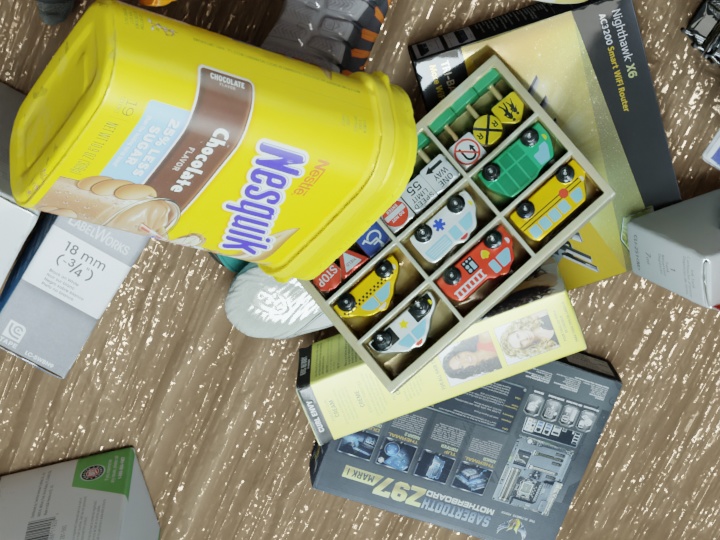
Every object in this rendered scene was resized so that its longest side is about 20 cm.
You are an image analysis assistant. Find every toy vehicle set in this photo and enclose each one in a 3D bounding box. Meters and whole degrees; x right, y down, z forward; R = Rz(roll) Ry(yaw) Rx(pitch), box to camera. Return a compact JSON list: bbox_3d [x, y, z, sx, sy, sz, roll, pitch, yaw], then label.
[{"bbox_3d":[0.056,-0.031,1.032,0.200,0.027,0.124,-42,81,4],"label":"toy vehicle set"}]

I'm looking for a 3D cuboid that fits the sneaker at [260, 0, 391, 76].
[{"bbox_3d":[-0.015,-0.164,1.052,0.077,0.112,0.201,24,76,15],"label":"sneaker"}]

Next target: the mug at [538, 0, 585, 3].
[{"bbox_3d":[0.142,-0.250,0.982,0.149,0.186,0.154,-16,130,-44],"label":"mug"}]

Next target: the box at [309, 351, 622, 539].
[{"bbox_3d":[0.078,0.117,1.173,0.199,0.051,0.159,17,106,-10],"label":"box"}]

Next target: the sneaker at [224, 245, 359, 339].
[{"bbox_3d":[0.000,0.000,1.099,0.198,0.073,0.072,-12,104,10],"label":"sneaker"}]

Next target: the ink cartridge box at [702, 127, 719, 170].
[{"bbox_3d":[0.303,-0.150,1.009,0.043,0.200,0.197,36,107,11],"label":"ink cartridge box"}]

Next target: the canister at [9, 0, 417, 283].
[{"bbox_3d":[-0.089,-0.073,0.910,0.199,0.087,0.148,14,141,-32],"label":"canister"}]

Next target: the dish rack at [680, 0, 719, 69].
[{"bbox_3d":[0.269,-0.194,0.994,0.054,0.200,0.154,31,106,0],"label":"dish rack"}]

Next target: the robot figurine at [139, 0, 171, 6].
[{"bbox_3d":[-0.078,-0.200,0.929,0.199,0.144,0.059,-18,114,-43],"label":"robot figurine"}]

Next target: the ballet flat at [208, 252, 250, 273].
[{"bbox_3d":[-0.094,-0.080,1.068,0.068,0.069,0.201,-23,147,-13],"label":"ballet flat"}]

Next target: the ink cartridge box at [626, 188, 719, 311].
[{"bbox_3d":[0.310,-0.021,1.040,0.199,0.173,0.044,-18,113,-20],"label":"ink cartridge box"}]

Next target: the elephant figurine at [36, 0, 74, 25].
[{"bbox_3d":[-0.242,-0.264,0.967,0.199,0.141,0.156,25,93,-19],"label":"elephant figurine"}]

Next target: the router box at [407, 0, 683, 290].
[{"bbox_3d":[0.136,-0.086,1.099,0.156,0.052,0.201,-18,111,3],"label":"router box"}]

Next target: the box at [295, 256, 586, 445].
[{"bbox_3d":[0.054,0.055,1.083,0.199,0.075,0.050,-21,108,6],"label":"box"}]

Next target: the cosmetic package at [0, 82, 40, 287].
[{"bbox_3d":[-0.254,-0.043,1.011,0.081,0.200,0.113,26,110,-12],"label":"cosmetic package"}]

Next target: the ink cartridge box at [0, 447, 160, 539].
[{"bbox_3d":[-0.257,0.219,1.139,0.198,0.146,0.085,-13,113,2],"label":"ink cartridge box"}]

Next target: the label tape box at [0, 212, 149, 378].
[{"bbox_3d":[-0.172,-0.046,1.044,0.063,0.144,0.201,29,106,-14],"label":"label tape box"}]
